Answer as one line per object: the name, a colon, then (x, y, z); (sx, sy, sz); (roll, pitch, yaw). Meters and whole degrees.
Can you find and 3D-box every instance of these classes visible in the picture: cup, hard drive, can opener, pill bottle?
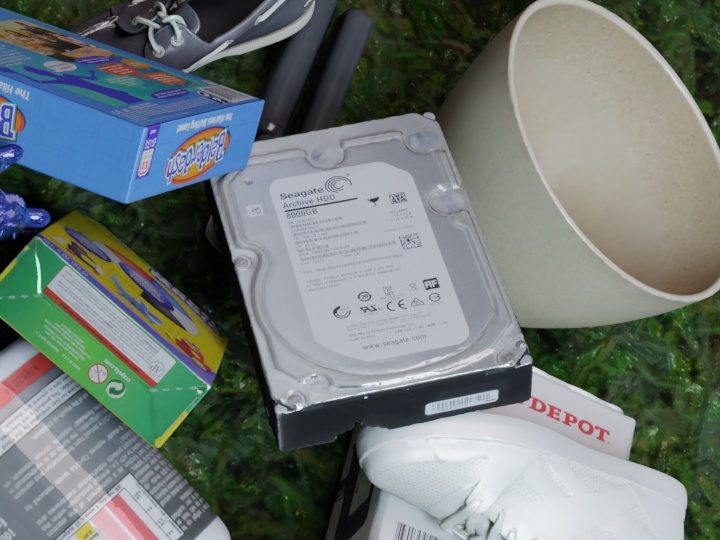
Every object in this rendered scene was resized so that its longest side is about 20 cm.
cup: (0.109, -0.043, 1.329); (0.200, 0.143, 0.200); (28, 46, -33)
hard drive: (0.000, 0.000, 1.197); (0.140, 0.038, 0.200); (-10, 46, -8)
can opener: (-0.037, -0.089, 1.333); (0.053, 0.067, 0.200); (28, 62, -14)
pill bottle: (-0.139, 0.138, 1.133); (0.200, 0.116, 0.116); (48, 53, 1)

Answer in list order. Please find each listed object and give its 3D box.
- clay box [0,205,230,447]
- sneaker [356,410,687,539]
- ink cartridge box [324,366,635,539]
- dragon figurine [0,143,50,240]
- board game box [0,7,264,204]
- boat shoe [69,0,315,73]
clay box: (-0.128, 0.023, 1.161); (0.115, 0.200, 0.048); (41, 96, -5)
sneaker: (0.089, 0.149, 1.173); (0.200, 0.074, 0.116); (17, 56, -20)
ink cartridge box: (0.061, 0.153, 1.254); (0.145, 0.084, 0.200); (25, 57, -16)
dragon figurine: (-0.257, -0.021, 1.097); (0.200, 0.099, 0.059); (-6, 67, -13)
board game box: (-0.173, -0.096, 1.181); (0.200, 0.045, 0.152); (21, 16, 17)
boat shoe: (-0.113, -0.147, 1.304); (0.200, 0.063, 0.073); (-27, 70, -21)
